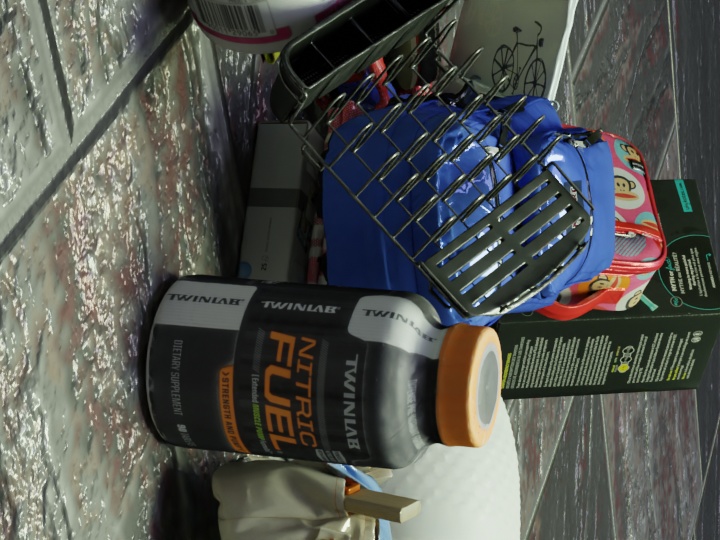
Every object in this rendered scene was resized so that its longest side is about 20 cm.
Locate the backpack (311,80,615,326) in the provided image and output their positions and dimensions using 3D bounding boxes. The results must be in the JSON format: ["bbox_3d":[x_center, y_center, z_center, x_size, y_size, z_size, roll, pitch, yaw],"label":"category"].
[{"bbox_3d":[0.067,-0.042,1.419,0.200,0.167,0.164,-13,96,-60],"label":"backpack"}]

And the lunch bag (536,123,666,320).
[{"bbox_3d":[0.148,-0.038,1.784,0.082,0.199,0.177,117,-28,-48],"label":"lunch bag"}]

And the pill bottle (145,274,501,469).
[{"bbox_3d":[-0.018,0.061,1.288,0.106,0.199,0.107,4,90,-71],"label":"pill bottle"}]

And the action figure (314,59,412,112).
[{"bbox_3d":[-0.002,-0.133,1.532,0.052,0.065,0.200,-63,148,-17],"label":"action figure"}]

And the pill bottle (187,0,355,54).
[{"bbox_3d":[-0.069,-0.235,1.258,0.201,0.113,0.114,73,25,-46],"label":"pill bottle"}]

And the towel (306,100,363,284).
[{"bbox_3d":[0.000,0.000,1.499,0.146,0.030,0.201,44,50,-65],"label":"towel"}]

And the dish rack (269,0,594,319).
[{"bbox_3d":[0.051,-0.073,1.285,0.153,0.200,0.055,-37,172,-38],"label":"dish rack"}]

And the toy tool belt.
[{"bbox_3d":[-0.015,0.158,1.372,0.200,0.122,0.126,10,66,-84],"label":"toy tool belt"}]

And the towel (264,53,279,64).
[{"bbox_3d":[-0.041,-0.238,1.504,0.201,0.018,0.086,-71,155,-43],"label":"towel"}]

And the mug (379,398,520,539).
[{"bbox_3d":[0.038,0.164,1.617,0.200,0.147,0.176,119,-22,-57],"label":"mug"}]

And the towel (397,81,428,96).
[{"bbox_3d":[0.032,-0.084,1.702,0.145,0.022,0.201,76,20,-69],"label":"towel"}]

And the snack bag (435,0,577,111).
[{"bbox_3d":[0.096,-0.130,1.586,0.189,0.021,0.201,-140,-119,-65],"label":"snack bag"}]

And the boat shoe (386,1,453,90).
[{"bbox_3d":[0.048,-0.233,1.647,0.071,0.062,0.201,135,-47,-63],"label":"boat shoe"}]

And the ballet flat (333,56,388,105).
[{"bbox_3d":[0.008,-0.181,1.603,0.067,0.046,0.201,-60,153,-63],"label":"ballet flat"}]

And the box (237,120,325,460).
[{"bbox_3d":[-0.040,0.019,1.487,0.156,0.041,0.201,47,46,-65],"label":"box"}]

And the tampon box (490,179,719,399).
[{"bbox_3d":[0.199,0.016,1.894,0.127,0.199,0.151,97,-11,-54],"label":"tampon box"}]
